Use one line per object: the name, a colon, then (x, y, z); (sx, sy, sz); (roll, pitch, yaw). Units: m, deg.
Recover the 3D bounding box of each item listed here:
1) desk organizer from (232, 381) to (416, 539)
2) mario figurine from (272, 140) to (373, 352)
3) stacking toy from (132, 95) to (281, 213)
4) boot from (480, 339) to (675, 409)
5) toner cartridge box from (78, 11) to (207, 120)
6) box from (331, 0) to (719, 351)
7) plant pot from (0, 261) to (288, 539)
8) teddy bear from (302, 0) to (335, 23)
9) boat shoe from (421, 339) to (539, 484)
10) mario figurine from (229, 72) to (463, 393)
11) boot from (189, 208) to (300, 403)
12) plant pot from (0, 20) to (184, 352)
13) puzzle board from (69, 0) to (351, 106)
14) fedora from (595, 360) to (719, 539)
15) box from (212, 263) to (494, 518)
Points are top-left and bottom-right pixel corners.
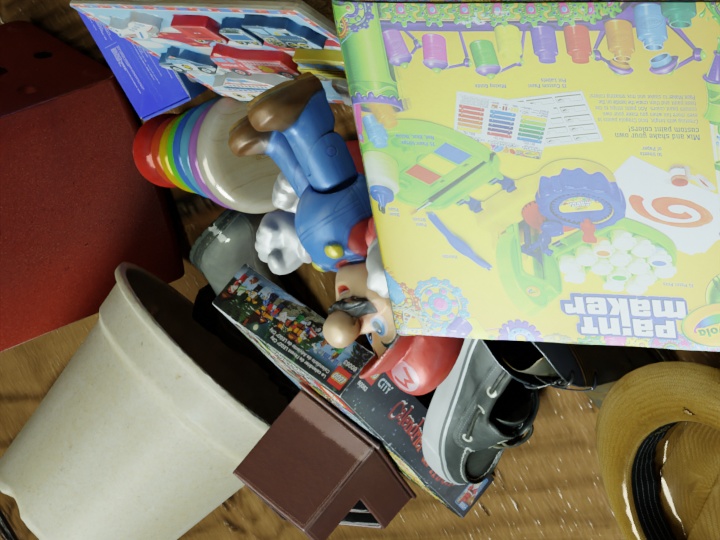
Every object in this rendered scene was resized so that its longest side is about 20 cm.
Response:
desk organizer: (-0.023, 0.149, 1.798); (0.072, 0.077, 0.200); (38, 174, 16)
mario figurine: (0.000, 0.000, 1.664); (0.123, 0.106, 0.200); (4, 140, 17)
stacking toy: (-0.110, -0.083, 1.802); (0.200, 0.085, 0.085); (4, 123, 63)
boot: (0.125, 0.059, 1.521); (0.075, 0.097, 0.200); (-11, 111, 53)
toner cartridge box: (-0.171, -0.207, 1.801); (0.200, 0.043, 0.095); (60, 153, -8)
box: (0.113, -0.073, 1.261); (0.200, 0.122, 0.193); (3, 122, 23)
plant pot: (-0.167, 0.128, 1.926); (0.200, 0.183, 0.200); (42, -174, -5)
teddy bear: (-0.094, -0.203, 1.578); (0.200, 0.067, 0.145); (9, 132, 15)
boat shoe: (0.086, 0.085, 1.664); (0.057, 0.069, 0.200); (43, 149, 25)
mario figurine: (-0.016, -0.011, 1.526); (0.200, 0.106, 0.123); (57, -166, 7)
boot: (-0.057, 0.029, 1.865); (0.131, 0.068, 0.200); (43, 159, 16)
plant pot: (-0.273, -0.077, 1.978); (0.200, 0.200, 0.176); (32, 134, 41)
puzzle board: (-0.064, -0.132, 1.588); (0.200, 0.017, 0.151); (8, 164, 42)
fedora: (0.223, 0.122, 1.452); (0.201, 0.082, 0.201); (35, 142, 34)
box: (-0.003, 0.084, 1.759); (0.137, 0.038, 0.200); (35, 172, 39)
